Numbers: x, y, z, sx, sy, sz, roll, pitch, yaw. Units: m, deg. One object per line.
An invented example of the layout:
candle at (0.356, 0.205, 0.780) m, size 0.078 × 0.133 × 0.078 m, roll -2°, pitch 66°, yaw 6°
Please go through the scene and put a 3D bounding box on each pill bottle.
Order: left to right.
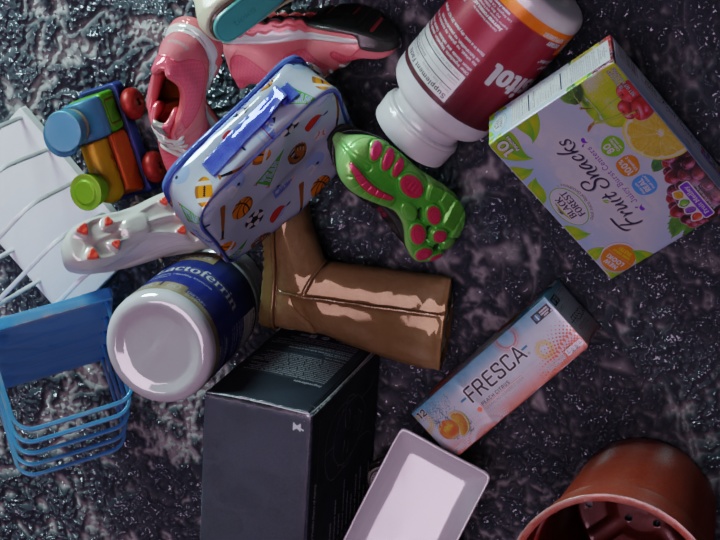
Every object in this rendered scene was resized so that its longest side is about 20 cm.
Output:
pill bottle at (-0.171, 0.047, 1.593) m, size 0.114 × 0.200 × 0.117 m, roll 4°, pitch 108°, yaw 14°
pill bottle at (0.107, -0.197, 1.462) m, size 0.113 × 0.113 × 0.200 m, roll 43°, pitch 117°, yaw 2°

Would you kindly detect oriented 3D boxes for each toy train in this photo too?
toy train at (-0.261, -0.088, 1.630) m, size 0.084 × 0.116 × 0.202 m, roll -13°, pitch 102°, yaw 24°

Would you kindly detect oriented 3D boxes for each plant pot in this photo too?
plant pot at (0.262, 0.268, 1.509) m, size 0.198 × 0.195 × 0.204 m, roll 6°, pitch 110°, yaw 18°

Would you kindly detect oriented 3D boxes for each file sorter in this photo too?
file sorter at (-0.366, -0.047, 1.679) m, size 0.139 × 0.124 × 0.200 m, roll -41°, pitch 90°, yaw 26°
file sorter at (-0.316, 0.125, 1.637) m, size 0.137 × 0.200 × 0.124 m, roll -15°, pitch 73°, yaw -16°

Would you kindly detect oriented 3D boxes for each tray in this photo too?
tray at (0.045, 0.271, 1.600) m, size 0.106 × 0.022 × 0.202 m, roll 27°, pitch 99°, yaw 3°

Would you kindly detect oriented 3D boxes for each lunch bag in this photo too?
lunch bag at (-0.094, -0.110, 1.494) m, size 0.075 × 0.160 × 0.200 m, roll 41°, pitch 82°, yaw 23°

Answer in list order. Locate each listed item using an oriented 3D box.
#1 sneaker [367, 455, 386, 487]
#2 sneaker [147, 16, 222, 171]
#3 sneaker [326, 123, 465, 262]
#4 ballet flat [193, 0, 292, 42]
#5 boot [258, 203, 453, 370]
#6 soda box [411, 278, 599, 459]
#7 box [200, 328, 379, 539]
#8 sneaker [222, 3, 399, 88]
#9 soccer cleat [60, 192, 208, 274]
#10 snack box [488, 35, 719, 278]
sneaker at (0.068, 0.285, 1.648) m, size 0.078 × 0.085 × 0.201 m, roll -29°, pitch 95°, yaw 26°
sneaker at (-0.189, -0.156, 1.569) m, size 0.073 × 0.087 × 0.202 m, roll 19°, pitch 136°, yaw 15°
sneaker at (0.036, -0.081, 1.519) m, size 0.077 × 0.084 × 0.200 m, roll -41°, pitch 133°, yaw 2°
ballet flat at (-0.075, -0.294, 1.506) m, size 0.198 × 0.069 × 0.070 m, roll -29°, pitch 97°, yaw -8°
boot at (0.000, 0.000, 1.597) m, size 0.197 × 0.066 × 0.177 m, roll 11°, pitch 114°, yaw 14°
soda box at (0.146, 0.101, 1.571) m, size 0.068 × 0.064 × 0.200 m, roll 47°, pitch 115°, yaw 0°
box at (-0.071, 0.192, 1.607) m, size 0.122 × 0.197 × 0.203 m, roll 10°, pitch 110°, yaw 17°
sneaker at (-0.049, -0.215, 1.547) m, size 0.198 × 0.074 × 0.088 m, roll 6°, pitch 120°, yaw 25°
soccer cleat at (-0.215, -0.041, 1.604) m, size 0.078 × 0.198 × 0.070 m, roll -36°, pitch 70°, yaw 64°
snack box at (0.231, -0.101, 1.437) m, size 0.141 × 0.053 × 0.200 m, roll -32°, pitch 120°, yaw 27°
